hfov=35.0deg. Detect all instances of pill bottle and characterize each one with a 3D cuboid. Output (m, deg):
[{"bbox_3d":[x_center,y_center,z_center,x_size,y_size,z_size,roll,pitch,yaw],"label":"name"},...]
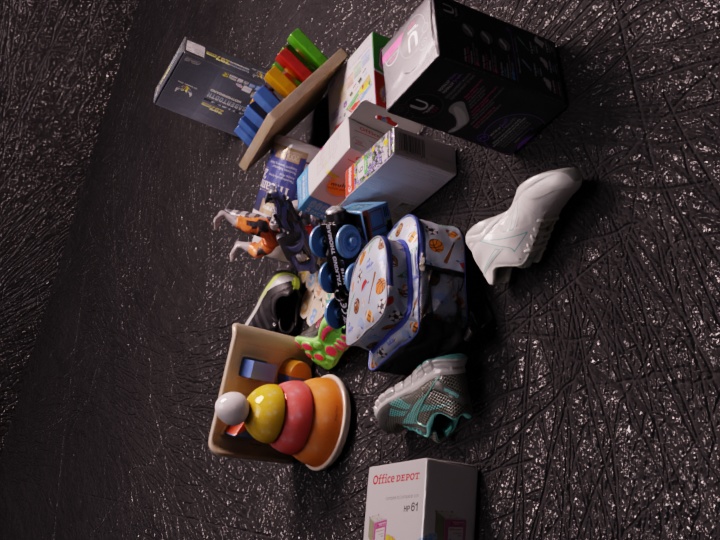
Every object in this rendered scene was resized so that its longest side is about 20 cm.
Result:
[{"bbox_3d":[-0.122,-0.122,1.958,0.111,0.110,0.203,27,101,62],"label":"pill bottle"}]

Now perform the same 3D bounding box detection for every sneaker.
[{"bbox_3d":[-0.151,0.094,1.942,0.083,0.071,0.202,51,128,53],"label":"sneaker"},{"bbox_3d":[-0.039,0.094,1.762,0.084,0.077,0.200,-49,7,-29],"label":"sneaker"},{"bbox_3d":[0.206,-0.052,1.375,0.200,0.070,0.081,-46,54,48],"label":"sneaker"},{"bbox_3d":[0.081,0.184,1.479,0.200,0.077,0.092,-49,52,53],"label":"sneaker"}]

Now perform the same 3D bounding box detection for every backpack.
[{"bbox_3d":[0.066,0.028,1.509,0.200,0.153,0.193,-40,34,51],"label":"backpack"}]

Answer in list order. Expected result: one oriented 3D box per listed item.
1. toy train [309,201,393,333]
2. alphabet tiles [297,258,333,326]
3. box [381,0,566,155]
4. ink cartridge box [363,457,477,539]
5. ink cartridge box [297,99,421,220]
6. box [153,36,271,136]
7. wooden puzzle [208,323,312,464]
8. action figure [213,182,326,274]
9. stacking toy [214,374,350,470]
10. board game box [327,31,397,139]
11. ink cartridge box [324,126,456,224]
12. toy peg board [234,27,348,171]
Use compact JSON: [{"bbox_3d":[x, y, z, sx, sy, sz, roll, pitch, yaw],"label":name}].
[{"bbox_3d":[0.000,0.000,1.622,0.086,0.114,0.203,3,109,48],"label":"toy train"},{"bbox_3d":[-0.052,0.001,1.873,0.200,0.014,0.198,41,113,59],"label":"alphabet tiles"},{"bbox_3d":[0.141,-0.243,1.431,0.122,0.198,0.107,-41,43,46],"label":"box"},{"bbox_3d":[0.070,0.340,1.409,0.144,0.084,0.203,-24,55,56],"label":"ink cartridge box"},{"bbox_3d":[-0.001,-0.155,1.737,0.200,0.114,0.068,-47,34,41],"label":"ink cartridge box"},{"bbox_3d":[-0.298,-0.368,2.310,0.158,0.198,0.052,-46,33,42],"label":"box"},{"bbox_3d":[-0.144,0.197,1.785,0.046,0.184,0.203,3,80,41],"label":"wooden puzzle"},{"bbox_3d":[-0.137,-0.087,1.849,0.201,0.191,0.105,77,-170,-46],"label":"action figure"},{"bbox_3d":[-0.126,0.213,1.709,0.146,0.198,0.148,-36,46,49],"label":"stacking toy"},{"bbox_3d":[0.001,-0.264,1.873,0.153,0.040,0.202,-41,43,48],"label":"board game box"},{"bbox_3d":[0.040,-0.127,1.660,0.200,0.108,0.051,-38,45,50],"label":"ink cartridge box"},{"bbox_3d":[-0.143,-0.301,1.958,0.199,0.098,0.200,-46,0,-28],"label":"toy peg board"}]
